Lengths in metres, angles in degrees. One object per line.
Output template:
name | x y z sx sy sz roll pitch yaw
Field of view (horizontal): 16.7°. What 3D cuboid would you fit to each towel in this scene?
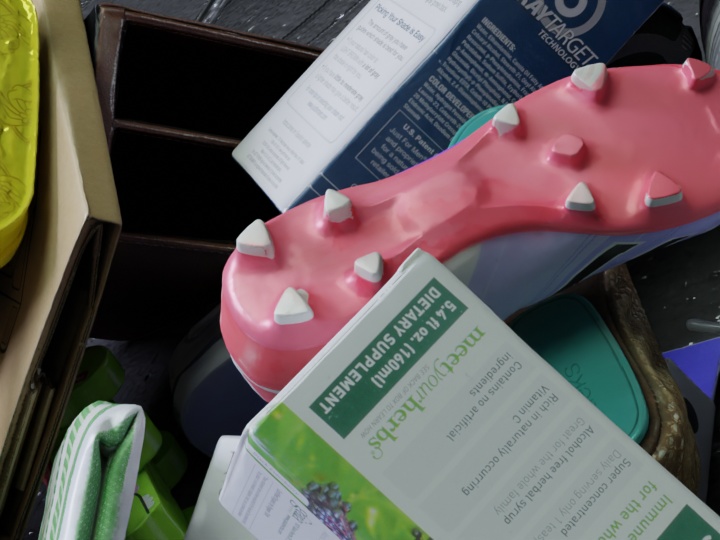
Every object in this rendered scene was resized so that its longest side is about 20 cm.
towel | -0.104 0.125 0.844 0.200 0.023 0.153 135 144 -76

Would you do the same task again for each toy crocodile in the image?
toy crocodile | -0.104 0.088 1.016 0.062 0.068 0.200 -36 24 -4

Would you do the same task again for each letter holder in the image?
letter holder | -0.080 -0.032 1.101 0.200 0.142 0.101 150 126 -66

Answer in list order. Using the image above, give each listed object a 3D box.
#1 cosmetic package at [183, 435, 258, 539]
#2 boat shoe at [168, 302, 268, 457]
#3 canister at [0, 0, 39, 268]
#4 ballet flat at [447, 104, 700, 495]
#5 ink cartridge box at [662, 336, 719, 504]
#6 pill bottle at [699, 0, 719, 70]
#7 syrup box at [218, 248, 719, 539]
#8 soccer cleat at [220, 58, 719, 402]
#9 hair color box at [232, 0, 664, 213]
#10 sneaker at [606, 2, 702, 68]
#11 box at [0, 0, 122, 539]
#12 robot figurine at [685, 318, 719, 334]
cosmetic package | -0.021 0.154 0.774 0.102 0.074 0.200 -2 60 36
boat shoe | 0.000 0.000 1.043 0.200 0.074 0.065 -31 33 2
canister | -0.196 -0.013 1.008 0.200 0.086 0.149 119 154 -48
ballet flat | 0.070 0.023 0.852 0.070 0.065 0.200 -23 40 11
ink cartridge box | 0.030 0.100 0.896 0.198 0.043 0.200 -18 31 26
pill bottle | 0.190 -0.082 0.935 0.114 0.114 0.200 -23 30 17
syrup box | 0.060 0.097 0.707 0.079 0.200 0.081 -45 -8 -21
soccer cleat | 0.048 -0.011 0.805 0.200 0.076 0.067 -21 62 -10
hair color box | 0.045 -0.089 0.958 0.200 0.061 0.100 -48 22 2
sneaker | 0.072 -0.017 0.968 0.200 0.071 0.083 -51 16 1
box | -0.137 -0.012 1.004 0.200 0.021 0.164 -107 32 -53
robot figurine | 0.210 0.003 0.787 0.200 0.113 0.170 -27 63 9
